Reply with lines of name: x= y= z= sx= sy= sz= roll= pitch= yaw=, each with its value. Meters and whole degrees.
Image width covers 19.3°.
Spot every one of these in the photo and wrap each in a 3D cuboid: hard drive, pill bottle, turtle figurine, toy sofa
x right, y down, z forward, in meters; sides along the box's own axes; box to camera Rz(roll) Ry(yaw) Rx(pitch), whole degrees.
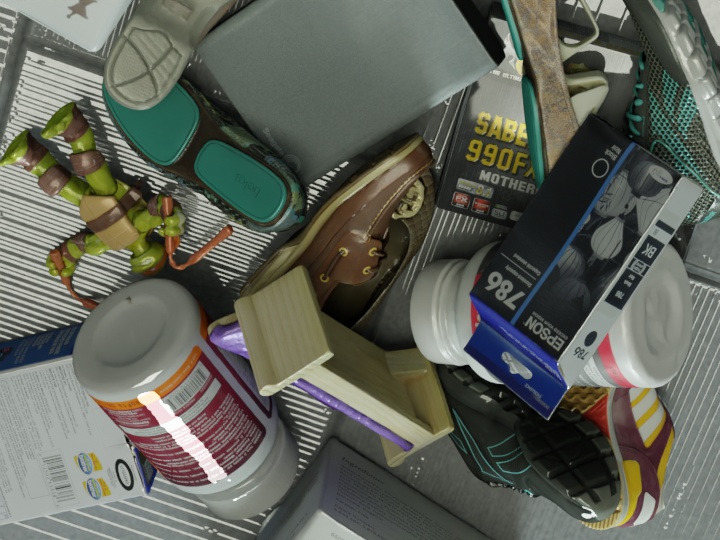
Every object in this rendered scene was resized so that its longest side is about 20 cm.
hard drive: x=-0.010 y=-0.164 z=1.580 sx=0.199 sy=0.033 sz=0.140 roll=-30 pitch=101 yaw=29
pill bottle: x=0.141 y=0.032 z=1.603 sx=0.199 sy=0.111 sz=0.111 roll=-1 pitch=115 yaw=36
turtle figurine: x=-0.192 y=-0.053 z=1.639 sx=0.199 sy=0.065 sz=0.162 roll=-19 pitch=117 yaw=45
toy sofa: x=-0.022 y=0.083 z=1.612 sx=0.097 sy=0.083 sz=0.200 roll=-31 pitch=146 yaw=18
pill bottle: x=-0.131 y=0.105 z=1.654 sx=0.109 sy=0.110 sz=0.200 roll=-22 pitch=134 yaw=13

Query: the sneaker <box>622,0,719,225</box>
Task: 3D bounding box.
sneaker: x=0.223 y=-0.115 z=1.535 sx=0.091 sy=0.078 sz=0.201 roll=-22 pitch=106 yaw=17

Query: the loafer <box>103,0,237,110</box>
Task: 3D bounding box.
loafer: x=-0.127 y=-0.209 z=1.579 sx=0.072 sy=0.063 sz=0.200 roll=37 pitch=89 yaw=-12

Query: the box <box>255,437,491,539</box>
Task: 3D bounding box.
box: x=-0.001 y=0.285 z=1.736 sx=0.199 sy=0.131 sz=0.199 roll=33 pitch=111 yaw=-9

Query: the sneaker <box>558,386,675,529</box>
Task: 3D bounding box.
sneaker: x=0.205 y=0.102 z=1.683 sx=0.075 sy=0.090 sz=0.202 roll=1 pitch=93 yaw=43

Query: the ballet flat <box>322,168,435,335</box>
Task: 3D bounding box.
ballet flat: x=0.000 y=0.000 z=1.665 sx=0.067 sy=0.046 sz=0.201 roll=28 pitch=112 yaw=-7

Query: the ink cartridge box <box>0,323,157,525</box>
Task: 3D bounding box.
ink cartridge box: x=-0.248 y=0.123 z=1.721 sx=0.199 sy=0.076 sz=0.137 roll=-12 pitch=111 yaw=11

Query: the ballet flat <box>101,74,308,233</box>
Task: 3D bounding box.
ballet flat: x=-0.117 y=-0.092 z=1.619 sx=0.200 sy=0.074 sz=0.074 roll=43 pitch=113 yaw=21

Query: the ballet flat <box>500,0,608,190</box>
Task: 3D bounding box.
ballet flat: x=0.143 y=-0.149 z=1.532 sx=0.067 sy=0.068 sz=0.201 roll=-13 pitch=111 yaw=2

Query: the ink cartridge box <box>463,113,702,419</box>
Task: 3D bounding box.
ink cartridge box: x=0.149 y=-0.003 z=1.514 sx=0.099 sy=0.039 sz=0.201 roll=37 pitch=99 yaw=37

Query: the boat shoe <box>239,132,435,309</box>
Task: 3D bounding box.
boat shoe: x=-0.007 y=-0.025 z=1.608 sx=0.068 sy=0.072 sz=0.200 roll=45 pitch=118 yaw=-1

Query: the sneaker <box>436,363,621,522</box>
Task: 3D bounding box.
sneaker: x=0.130 y=0.139 z=1.658 sx=0.075 sy=0.200 sz=0.080 roll=-14 pitch=131 yaw=-32

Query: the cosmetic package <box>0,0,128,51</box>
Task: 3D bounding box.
cosmetic package: x=-0.201 y=-0.285 z=1.483 sx=0.164 sy=0.200 sz=0.166 roll=29 pitch=112 yaw=-8

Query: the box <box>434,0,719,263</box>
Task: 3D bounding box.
box: x=0.172 y=-0.100 z=1.608 sx=0.199 sy=0.048 sz=0.159 roll=16 pitch=113 yaw=-2
